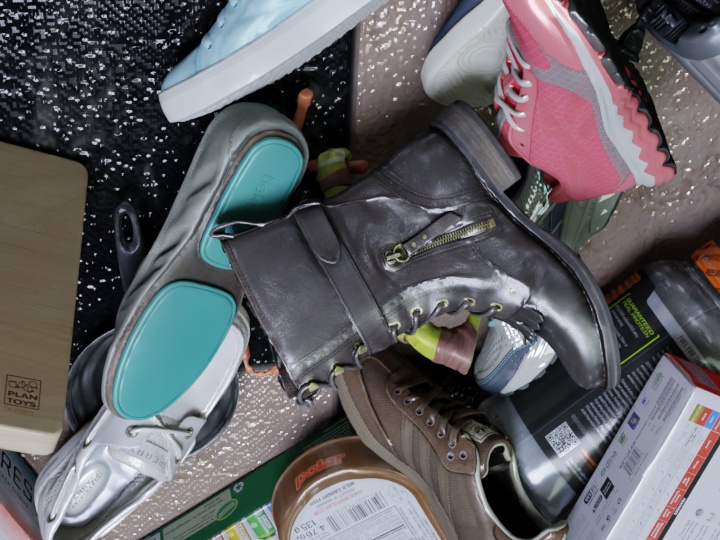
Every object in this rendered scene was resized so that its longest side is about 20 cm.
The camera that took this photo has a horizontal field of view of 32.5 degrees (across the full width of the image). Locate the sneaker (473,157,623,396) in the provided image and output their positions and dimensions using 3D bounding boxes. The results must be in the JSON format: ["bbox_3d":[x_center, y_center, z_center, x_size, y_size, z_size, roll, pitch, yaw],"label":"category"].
[{"bbox_3d":[0.099,-0.016,0.797,0.086,0.078,0.202,13,109,-13],"label":"sneaker"}]

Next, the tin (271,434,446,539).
[{"bbox_3d":[0.012,0.200,0.877,0.111,0.042,0.201,-25,124,8],"label":"tin"}]

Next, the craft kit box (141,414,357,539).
[{"bbox_3d":[-0.037,0.228,0.928,0.199,0.049,0.198,-32,126,8],"label":"craft kit box"}]

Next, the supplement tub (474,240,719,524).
[{"bbox_3d":[0.187,0.078,0.839,0.199,0.123,0.123,-38,122,12],"label":"supplement tub"}]

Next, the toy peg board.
[{"bbox_3d":[-0.261,0.018,0.662,0.198,0.200,0.098,14,133,-21],"label":"toy peg board"}]

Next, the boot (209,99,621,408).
[{"bbox_3d":[0.031,0.021,0.690,0.173,0.069,0.201,-35,89,-6],"label":"boot"}]

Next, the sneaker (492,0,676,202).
[{"bbox_3d":[0.103,-0.094,0.664,0.086,0.074,0.200,-24,140,19],"label":"sneaker"}]

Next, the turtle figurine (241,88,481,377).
[{"bbox_3d":[0.000,0.000,0.754,0.160,0.065,0.202,14,115,2],"label":"turtle figurine"}]

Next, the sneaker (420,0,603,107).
[{"bbox_3d":[0.096,-0.176,0.697,0.074,0.085,0.200,10,143,-30],"label":"sneaker"}]

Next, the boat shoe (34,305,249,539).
[{"bbox_3d":[-0.133,0.104,0.775,0.071,0.069,0.200,31,106,-25],"label":"boat shoe"}]

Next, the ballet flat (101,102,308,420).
[{"bbox_3d":[-0.096,-0.007,0.725,0.067,0.064,0.201,23,103,-39],"label":"ballet flat"}]

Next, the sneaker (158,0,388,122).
[{"bbox_3d":[-0.041,-0.160,0.681,0.199,0.074,0.082,-33,93,14],"label":"sneaker"}]

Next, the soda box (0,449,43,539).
[{"bbox_3d":[-0.251,0.157,0.816,0.063,0.069,0.201,-24,123,3],"label":"soda box"}]

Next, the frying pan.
[{"bbox_3d":[-0.152,0.050,0.795,0.114,0.031,0.191,-27,121,2],"label":"frying pan"}]

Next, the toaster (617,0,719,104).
[{"bbox_3d":[0.257,-0.154,0.714,0.200,0.114,0.129,-45,120,12],"label":"toaster"}]

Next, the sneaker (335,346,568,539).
[{"bbox_3d":[0.063,0.111,0.800,0.070,0.200,0.076,-20,156,-46],"label":"sneaker"}]

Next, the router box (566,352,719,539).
[{"bbox_3d":[0.223,0.176,0.785,0.178,0.049,0.201,23,105,-18],"label":"router box"}]
